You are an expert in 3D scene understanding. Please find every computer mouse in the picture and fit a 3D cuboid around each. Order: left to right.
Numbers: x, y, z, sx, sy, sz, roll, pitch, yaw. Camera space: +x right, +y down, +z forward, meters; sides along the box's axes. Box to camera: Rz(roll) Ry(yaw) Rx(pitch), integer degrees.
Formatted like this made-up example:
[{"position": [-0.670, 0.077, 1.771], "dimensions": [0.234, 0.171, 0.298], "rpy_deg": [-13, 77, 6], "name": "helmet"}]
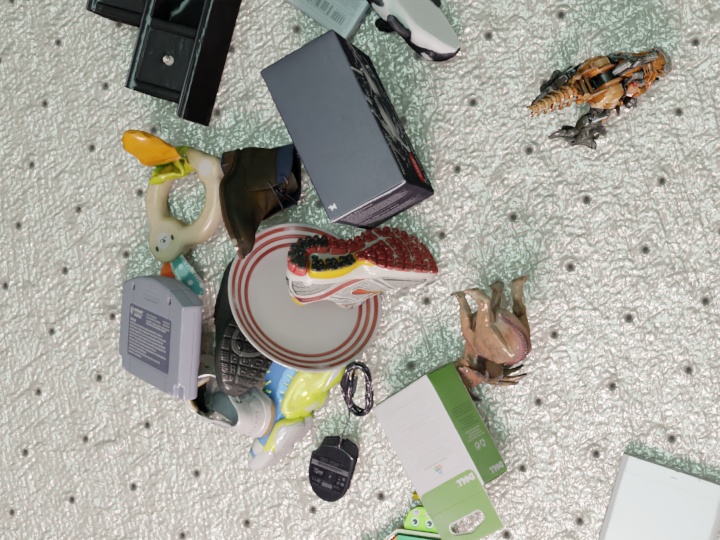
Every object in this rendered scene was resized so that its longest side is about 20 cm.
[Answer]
[{"position": [-0.020, 0.199, 1.647], "dimensions": [0.058, 0.034, 0.202], "rpy_deg": [21, 114, 11], "name": "computer mouse"}]

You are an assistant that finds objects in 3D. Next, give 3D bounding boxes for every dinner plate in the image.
[{"position": [-0.069, 0.035, 1.639], "dimensions": [0.197, 0.024, 0.203], "rpy_deg": [9, 63, -17], "name": "dinner plate"}]

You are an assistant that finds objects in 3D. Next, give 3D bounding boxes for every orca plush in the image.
[{"position": [0.029, -0.318, 1.639], "dimensions": [0.198, 0.106, 0.071], "rpy_deg": [30, 137, -16], "name": "orca plush"}]

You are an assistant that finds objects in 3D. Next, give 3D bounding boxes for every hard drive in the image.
[{"position": [0.347, 0.333, 1.578], "dimensions": [0.130, 0.026, 0.203], "rpy_deg": [17, 93, 14], "name": "hard drive"}]

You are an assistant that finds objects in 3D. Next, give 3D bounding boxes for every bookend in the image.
[{"position": [-0.272, -0.313, 1.712], "dimensions": [0.197, 0.092, 0.202], "rpy_deg": [17, 94, 15], "name": "bookend"}]

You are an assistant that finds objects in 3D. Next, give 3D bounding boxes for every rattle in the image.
[{"position": [-0.250, -0.061, 1.680], "dimensions": [0.129, 0.143, 0.203], "rpy_deg": [19, 93, 15], "name": "rattle"}]

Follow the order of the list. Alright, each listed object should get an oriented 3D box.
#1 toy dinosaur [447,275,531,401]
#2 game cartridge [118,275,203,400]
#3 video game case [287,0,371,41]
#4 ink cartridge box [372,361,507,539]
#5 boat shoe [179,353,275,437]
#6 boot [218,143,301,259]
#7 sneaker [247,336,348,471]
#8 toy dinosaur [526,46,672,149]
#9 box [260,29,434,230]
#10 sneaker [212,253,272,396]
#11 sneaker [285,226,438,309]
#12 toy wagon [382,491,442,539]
[{"position": [0.164, 0.083, 1.567], "dimensions": [0.085, 0.200, 0.138], "rpy_deg": [-12, 87, -16], "name": "toy dinosaur"}, {"position": [-0.251, 0.076, 1.668], "dimensions": [0.199, 0.040, 0.135], "rpy_deg": [16, 107, 57], "name": "game cartridge"}, {"position": [-0.044, -0.421, 1.690], "dimensions": [0.199, 0.022, 0.183], "rpy_deg": [37, 99, 13], "name": "video game case"}, {"position": [0.108, 0.226, 1.606], "dimensions": [0.103, 0.059, 0.202], "rpy_deg": [-35, 79, 39], "name": "ink cartridge box"}, {"position": [-0.192, 0.150, 1.666], "dimensions": [0.199, 0.069, 0.072], "rpy_deg": [20, 97, 42], "name": "boat shoe"}, {"position": [-0.120, -0.095, 1.637], "dimensions": [0.096, 0.201, 0.075], "rpy_deg": [-15, 130, 6], "name": "boot"}, {"position": [-0.097, 0.151, 1.676], "dimensions": [0.105, 0.076, 0.201], "rpy_deg": [39, 92, 15], "name": "sneaker"}, {"position": [0.270, -0.216, 1.542], "dimensions": [0.197, 0.136, 0.104], "rpy_deg": [3, 71, -26], "name": "toy dinosaur"}, {"position": [-0.011, -0.162, 1.596], "dimensions": [0.103, 0.182, 0.202], "rpy_deg": [-27, 83, 13], "name": "box"}, {"position": [-0.149, 0.068, 1.660], "dimensions": [0.091, 0.075, 0.202], "rpy_deg": [-35, 39, 49], "name": "sneaker"}, {"position": [0.000, 0.000, 1.626], "dimensions": [0.197, 0.083, 0.078], "rpy_deg": [-2, 45, -18], "name": "sneaker"}, {"position": [0.070, 0.375, 1.643], "dimensions": [0.153, 0.040, 0.203], "rpy_deg": [5, 91, 14], "name": "toy wagon"}]
